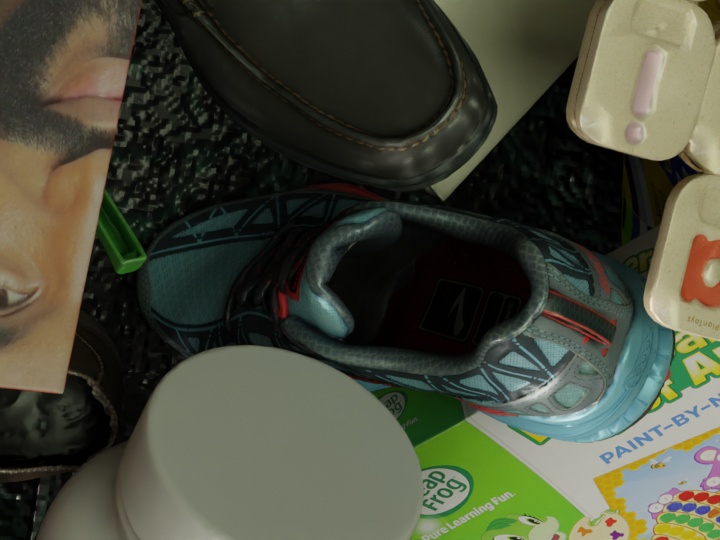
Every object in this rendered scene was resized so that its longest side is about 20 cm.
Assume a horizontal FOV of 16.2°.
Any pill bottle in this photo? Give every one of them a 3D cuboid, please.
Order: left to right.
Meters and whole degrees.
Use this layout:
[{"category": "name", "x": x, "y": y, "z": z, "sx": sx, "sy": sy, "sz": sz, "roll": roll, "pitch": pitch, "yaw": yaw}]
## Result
[{"category": "pill bottle", "x": -0.057, "y": 0.123, "z": 0.819, "sx": 0.119, "sy": 0.120, "sz": 0.200, "roll": 4, "pitch": 134, "yaw": -25}]

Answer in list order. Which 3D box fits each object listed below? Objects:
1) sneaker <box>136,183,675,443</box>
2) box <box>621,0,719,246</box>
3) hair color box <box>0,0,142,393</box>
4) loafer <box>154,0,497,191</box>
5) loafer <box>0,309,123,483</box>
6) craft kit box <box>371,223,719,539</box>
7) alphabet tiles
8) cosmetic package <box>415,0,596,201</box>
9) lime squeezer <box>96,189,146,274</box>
[{"category": "sneaker", "x": 0.000, "y": 0.000, "z": 0.826, "sx": 0.095, "sy": 0.200, "sz": 0.080, "roll": 32, "pitch": 68, "yaw": -54}, {"category": "box", "x": 0.138, "y": -0.043, "z": 0.892, "sx": 0.070, "sy": 0.064, "sz": 0.200, "roll": -31, "pitch": 149, "yaw": -17}, {"category": "hair color box", "x": -0.126, "y": -0.071, "z": 0.735, "sx": 0.111, "sy": 0.064, "sz": 0.201, "roll": 7, "pitch": 98, "yaw": -39}, {"category": "loafer", "x": -0.037, "y": -0.099, "z": 0.781, "sx": 0.073, "sy": 0.200, "sz": 0.072, "roll": -43, "pitch": 150, "yaw": -8}, {"category": "loafer", "x": -0.166, "y": 0.036, "z": 0.824, "sx": 0.199, "sy": 0.071, "sz": 0.073, "roll": -2, "pitch": 102, "yaw": -24}, {"category": "craft kit box", "x": 0.119, "y": 0.075, "z": 0.906, "sx": 0.200, "sy": 0.049, "sz": 0.198, "roll": -31, "pitch": 126, "yaw": 23}, {"category": "alphabet tiles", "x": 0.160, "y": -0.067, "z": 0.795, "sx": 0.200, "sy": 0.015, "sz": 0.196, "roll": 13, "pitch": 91, "yaw": -26}, {"category": "cosmetic package", "x": 0.053, "y": -0.125, "z": 0.872, "sx": 0.200, "sy": 0.105, "sz": 0.071, "roll": -48, "pitch": 114, "yaw": -10}, {"category": "lime squeezer", "x": -0.117, "y": -0.083, "z": 0.827, "sx": 0.038, "sy": 0.071, "sz": 0.200, "roll": -17, "pitch": 78, "yaw": -8}]
